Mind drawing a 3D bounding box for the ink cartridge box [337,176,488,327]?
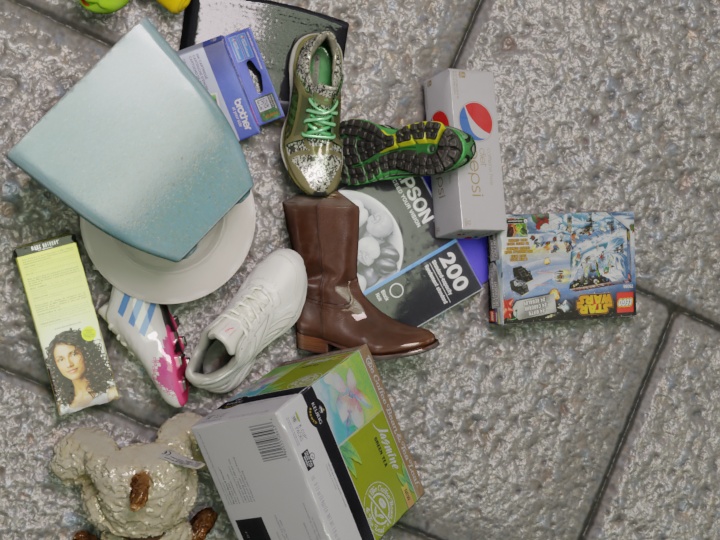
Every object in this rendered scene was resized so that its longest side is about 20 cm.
[{"bbox_3d":[0.064,-0.039,1.582,0.200,0.043,0.198,-31,98,-13],"label":"ink cartridge box"}]

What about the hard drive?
[{"bbox_3d":[-0.115,-0.258,1.532,0.200,0.042,0.135,9,89,-14],"label":"hard drive"}]

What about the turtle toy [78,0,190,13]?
[{"bbox_3d":[-0.245,-0.368,1.453,0.146,0.101,0.200,39,81,4],"label":"turtle toy"}]

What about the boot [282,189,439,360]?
[{"bbox_3d":[0.000,0.000,1.509,0.186,0.064,0.200,2,103,15],"label":"boot"}]

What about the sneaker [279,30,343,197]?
[{"bbox_3d":[-0.051,-0.186,1.474,0.077,0.089,0.200,-1,84,-10],"label":"sneaker"}]

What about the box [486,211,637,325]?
[{"bbox_3d":[0.255,-0.005,1.615,0.200,0.040,0.137,-2,91,-24],"label":"box"}]

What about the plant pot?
[{"bbox_3d":[-0.223,-0.117,1.356,0.200,0.196,0.196,44,86,-7],"label":"plant pot"}]

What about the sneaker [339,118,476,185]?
[{"bbox_3d":[0.044,-0.137,1.520,0.085,0.200,0.078,0,95,-57],"label":"sneaker"}]

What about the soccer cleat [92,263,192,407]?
[{"bbox_3d":[-0.257,0.068,1.500,0.086,0.070,0.200,-14,92,3],"label":"soccer cleat"}]

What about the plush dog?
[{"bbox_3d":[-0.247,0.277,1.474,0.200,0.160,0.172,-8,120,-12],"label":"plush dog"}]

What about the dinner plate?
[{"bbox_3d":[-0.219,-0.062,1.456,0.200,0.024,0.200,0,89,-4],"label":"dinner plate"}]

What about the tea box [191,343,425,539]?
[{"bbox_3d":[-0.055,0.218,1.463,0.197,0.134,0.200,-35,106,-54],"label":"tea box"}]

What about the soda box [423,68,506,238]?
[{"bbox_3d":[0.127,-0.141,1.561,0.068,0.064,0.200,0,81,-29],"label":"soda box"}]

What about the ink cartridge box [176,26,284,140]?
[{"bbox_3d":[-0.199,-0.192,1.483,0.200,0.042,0.119,-21,109,-1],"label":"ink cartridge box"}]

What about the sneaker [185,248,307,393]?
[{"bbox_3d":[-0.132,0.063,1.484,0.078,0.099,0.200,34,96,10],"label":"sneaker"}]

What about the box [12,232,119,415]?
[{"bbox_3d":[-0.340,0.061,1.481,0.075,0.050,0.200,-17,95,-13],"label":"box"}]
